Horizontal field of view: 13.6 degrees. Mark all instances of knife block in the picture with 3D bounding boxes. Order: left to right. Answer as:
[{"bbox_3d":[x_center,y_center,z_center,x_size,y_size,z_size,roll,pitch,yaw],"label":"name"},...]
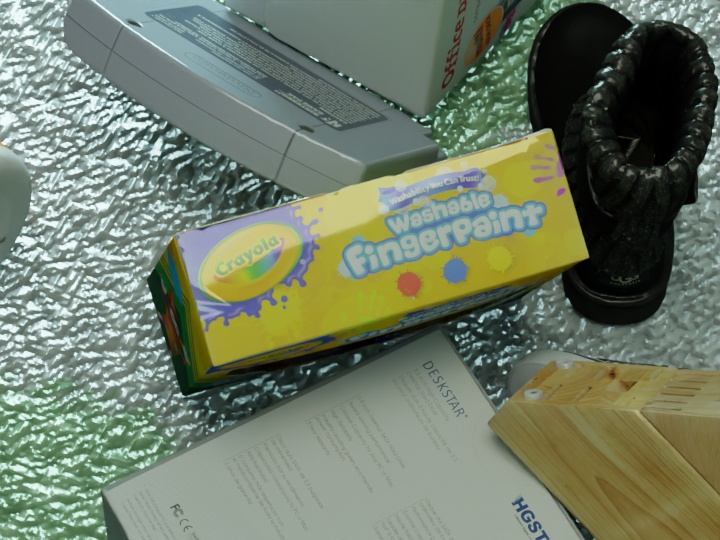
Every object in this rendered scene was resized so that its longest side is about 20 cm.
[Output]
[{"bbox_3d":[0.170,0.140,1.499,0.199,0.177,0.064,4,18,26],"label":"knife block"}]

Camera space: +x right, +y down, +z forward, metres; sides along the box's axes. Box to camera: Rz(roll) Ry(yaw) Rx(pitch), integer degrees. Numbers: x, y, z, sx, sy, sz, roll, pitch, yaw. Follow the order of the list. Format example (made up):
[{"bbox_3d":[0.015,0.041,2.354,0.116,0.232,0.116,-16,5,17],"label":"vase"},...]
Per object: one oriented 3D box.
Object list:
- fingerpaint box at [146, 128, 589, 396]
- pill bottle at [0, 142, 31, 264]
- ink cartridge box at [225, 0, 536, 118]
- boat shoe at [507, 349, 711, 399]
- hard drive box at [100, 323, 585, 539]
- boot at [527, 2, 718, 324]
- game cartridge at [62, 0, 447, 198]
[{"bbox_3d":[0.000,0.000,1.550,0.199,0.167,0.074,-16,85,-11],"label":"fingerpaint box"},{"bbox_3d":[-0.282,-0.071,1.634,0.200,0.110,0.109,38,64,21],"label":"pill bottle"},{"bbox_3d":[0.038,-0.218,1.696,0.144,0.146,0.200,31,55,18],"label":"ink cartridge box"},{"bbox_3d":[0.175,0.083,1.561,0.199,0.072,0.068,21,44,21],"label":"boat shoe"},{"bbox_3d":[-0.007,0.143,1.516,0.199,0.077,0.156,-25,61,-15],"label":"hard drive box"},{"bbox_3d":[0.141,-0.093,1.621,0.079,0.158,0.212,-6,57,-4],"label":"boot"},{"bbox_3d":[-0.061,-0.097,1.652,0.199,0.042,0.133,32,25,19],"label":"game cartridge"}]
